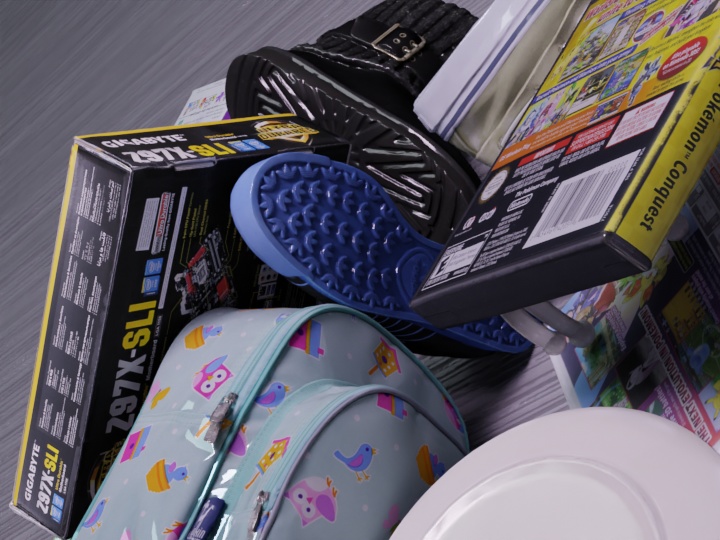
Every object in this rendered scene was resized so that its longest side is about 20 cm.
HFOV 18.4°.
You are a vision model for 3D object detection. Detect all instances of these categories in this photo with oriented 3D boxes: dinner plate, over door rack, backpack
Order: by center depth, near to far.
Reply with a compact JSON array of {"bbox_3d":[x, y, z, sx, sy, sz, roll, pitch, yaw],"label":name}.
[{"bbox_3d":[0.071,0.141,0.916,0.200,0.024,0.200,-22,48,27],"label":"dinner plate"},{"bbox_3d":[0.126,-0.043,1.056,0.148,0.067,0.200,-51,9,12],"label":"over door rack"},{"bbox_3d":[-0.029,0.115,1.069,0.153,0.176,0.200,-13,47,40],"label":"backpack"}]

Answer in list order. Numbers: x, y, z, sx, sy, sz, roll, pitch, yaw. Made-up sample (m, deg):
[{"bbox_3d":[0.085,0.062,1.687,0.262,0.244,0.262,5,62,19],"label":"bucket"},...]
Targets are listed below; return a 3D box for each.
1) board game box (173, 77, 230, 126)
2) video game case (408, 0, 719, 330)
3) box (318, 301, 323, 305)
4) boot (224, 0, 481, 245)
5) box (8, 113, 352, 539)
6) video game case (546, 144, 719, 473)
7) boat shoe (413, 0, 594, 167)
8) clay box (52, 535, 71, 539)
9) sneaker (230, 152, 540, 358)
[{"bbox_3d":[-0.103,-0.021,1.535,0.200,0.103,0.105,-62,20,-15],"label":"board game box"},{"bbox_3d":[0.108,-0.064,0.939,0.181,0.025,0.200,-59,13,-18],"label":"video game case"},{"bbox_3d":[-0.083,0.019,1.343,0.148,0.107,0.200,-47,3,23],"label":"box"},{"bbox_3d":[0.039,-0.091,1.345,0.158,0.211,0.079,-22,-37,-41],"label":"boot"},{"bbox_3d":[-0.090,0.025,1.126,0.049,0.160,0.200,27,115,36],"label":"box"},{"bbox_3d":[0.163,0.015,0.998,0.182,0.023,0.200,-50,22,17],"label":"video game case"},{"bbox_3d":[0.106,-0.136,1.097,0.200,0.062,0.072,-51,2,23],"label":"boat shoe"},{"bbox_3d":[-0.138,0.231,1.202,0.048,0.200,0.115,16,67,22],"label":"clay box"},{"bbox_3d":[0.000,0.000,1.128,0.078,0.200,0.070,-8,62,47],"label":"sneaker"}]
